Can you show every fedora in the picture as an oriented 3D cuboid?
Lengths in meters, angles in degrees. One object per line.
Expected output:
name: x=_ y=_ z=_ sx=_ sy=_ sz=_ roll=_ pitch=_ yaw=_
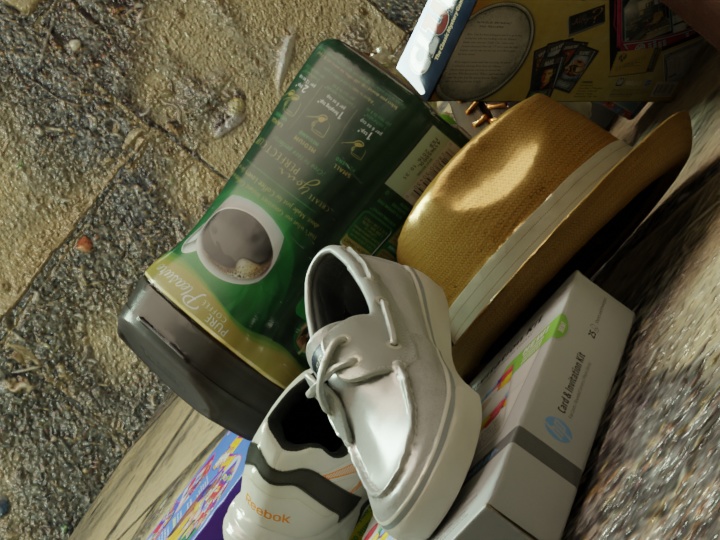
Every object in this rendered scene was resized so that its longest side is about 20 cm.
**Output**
fedora: x=0.079 y=-0.024 z=1.204 sx=0.201 sy=0.082 sz=0.201 roll=-44 pitch=-9 yaw=-9

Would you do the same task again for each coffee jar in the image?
coffee jar: x=-0.034 y=-0.014 z=1.256 sx=0.200 sy=0.104 sz=0.085 roll=-52 pitch=-34 yaw=1

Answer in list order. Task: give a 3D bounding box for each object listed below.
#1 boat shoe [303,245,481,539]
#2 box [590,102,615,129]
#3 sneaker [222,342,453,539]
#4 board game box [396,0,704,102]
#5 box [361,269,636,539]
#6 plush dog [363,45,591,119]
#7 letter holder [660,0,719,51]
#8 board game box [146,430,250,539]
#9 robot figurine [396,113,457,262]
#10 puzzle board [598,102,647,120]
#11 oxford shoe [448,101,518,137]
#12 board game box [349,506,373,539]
boat shoe: x=0.007 y=0.047 z=1.075 sx=0.072 sy=0.068 sz=0.200 roll=-55 pitch=19 yaw=27
box: x=0.150 y=-0.131 z=1.663 sx=0.200 sy=0.049 sz=0.161 roll=-55 pitch=10 yaw=-22
sneaker: x=0.002 y=0.074 z=1.225 sx=0.200 sy=0.074 sz=0.080 roll=-47 pitch=-26 yaw=-52
board game box: x=0.127 y=-0.158 z=1.344 sx=0.199 sy=0.035 sz=0.136 roll=-3 pitch=-50 yaw=-42
box: x=0.048 y=0.106 z=1.082 sx=0.156 sy=0.041 sz=0.200 roll=-49 pitch=6 yaw=33
plush dog: x=0.040 y=-0.032 z=1.517 sx=0.172 sy=0.199 sz=0.161 roll=-54 pitch=-36 yaw=-41
letter holder: x=0.198 y=-0.199 z=1.204 sx=0.101 sy=0.142 sz=0.200 roll=-54 pitch=6 yaw=-11
board game box: x=-0.083 y=0.154 z=1.338 sx=0.135 sy=0.045 sz=0.200 roll=-53 pitch=6 yaw=1
robot figurine: x=0.000 y=0.000 z=1.379 sx=0.200 sy=0.175 sz=0.116 roll=-49 pitch=-4 yaw=36
puzzle board: x=0.158 y=-0.171 z=1.402 sx=0.151 sy=0.017 sz=0.200 roll=-50 pitch=-35 yaw=14
oxford shoe: x=0.080 y=-0.081 z=1.403 sx=0.071 sy=0.073 sz=0.200 roll=-33 pitch=50 yaw=20
board game box: x=-0.024 y=0.151 z=1.355 sx=0.200 sy=0.048 sz=0.102 roll=-49 pitch=6 yaw=32
